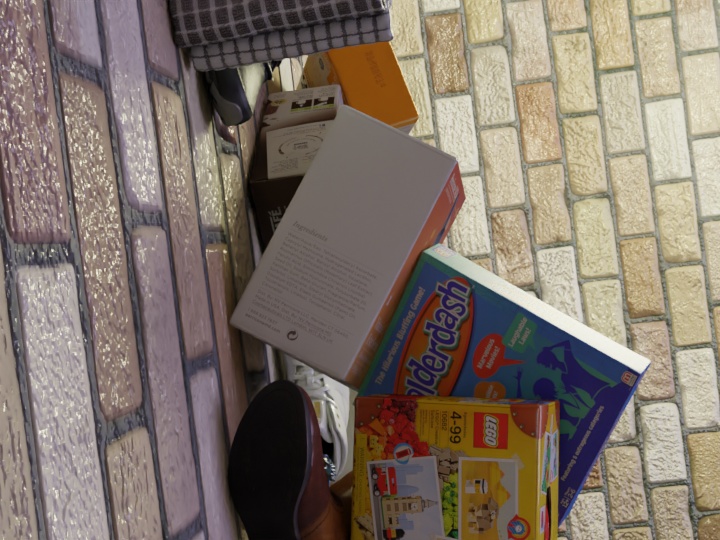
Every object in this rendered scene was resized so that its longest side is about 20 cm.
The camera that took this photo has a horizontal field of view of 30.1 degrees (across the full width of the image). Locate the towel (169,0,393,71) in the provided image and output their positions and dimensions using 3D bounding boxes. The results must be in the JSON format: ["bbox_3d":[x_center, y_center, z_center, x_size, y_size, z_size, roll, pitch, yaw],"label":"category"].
[{"bbox_3d":[-0.063,-0.260,1.021,0.086,0.165,0.201,56,26,-64],"label":"towel"}]

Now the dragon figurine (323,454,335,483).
[{"bbox_3d":[-0.031,0.240,1.172,0.100,0.059,0.200,-80,156,-43],"label":"dragon figurine"}]

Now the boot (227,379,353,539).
[{"bbox_3d":[-0.020,0.172,1.048,0.200,0.068,0.189,-4,87,-63],"label":"boot"}]

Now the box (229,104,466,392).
[{"bbox_3d":[-0.005,-0.012,1.120,0.200,0.106,0.152,-62,169,-4],"label":"box"}]

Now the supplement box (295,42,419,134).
[{"bbox_3d":[-0.009,-0.180,1.472,0.200,0.073,0.126,126,-56,-73],"label":"supplement box"}]

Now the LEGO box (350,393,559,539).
[{"bbox_3d":[0.073,0.198,1.036,0.077,0.149,0.201,5,86,-71],"label":"LEGO box"}]

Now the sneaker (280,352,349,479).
[{"bbox_3d":[-0.040,0.097,1.232,0.116,0.073,0.200,-92,174,-64],"label":"sneaker"}]

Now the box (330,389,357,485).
[{"bbox_3d":[-0.011,0.205,1.353,0.095,0.078,0.200,76,9,-52],"label":"box"}]

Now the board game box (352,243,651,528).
[{"bbox_3d":[0.111,0.092,1.091,0.045,0.200,0.152,-24,141,-64],"label":"board game box"}]

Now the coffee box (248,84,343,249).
[{"bbox_3d":[-0.052,-0.088,1.306,0.200,0.080,0.113,-88,169,-60],"label":"coffee box"}]

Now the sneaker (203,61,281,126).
[{"bbox_3d":[-0.088,-0.202,1.111,0.075,0.079,0.200,76,11,-51],"label":"sneaker"}]
